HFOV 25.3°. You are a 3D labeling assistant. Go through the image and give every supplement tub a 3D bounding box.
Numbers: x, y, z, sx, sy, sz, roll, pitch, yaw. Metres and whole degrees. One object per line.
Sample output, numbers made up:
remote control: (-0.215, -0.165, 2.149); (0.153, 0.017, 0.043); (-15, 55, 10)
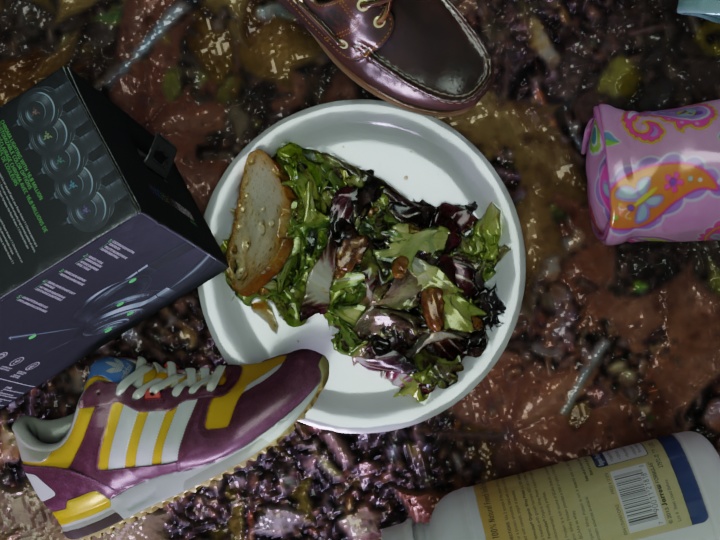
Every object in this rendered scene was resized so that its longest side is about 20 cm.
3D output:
supplement tub: (0.121, 0.184, 0.923); (0.198, 0.144, 0.146); (-14, 97, 3)

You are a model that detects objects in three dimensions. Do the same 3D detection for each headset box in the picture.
headset box: (-0.184, -0.009, 0.882); (0.199, 0.174, 0.093); (-31, 77, 5)

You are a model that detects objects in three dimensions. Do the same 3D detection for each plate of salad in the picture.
plate of salad: (0.000, 0.000, 0.951); (0.198, 0.048, 0.202); (0, 97, 1)

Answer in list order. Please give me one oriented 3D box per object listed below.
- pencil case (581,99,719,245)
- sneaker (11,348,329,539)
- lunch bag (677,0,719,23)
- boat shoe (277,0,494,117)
pencil case: (0.229, -0.061, 0.924); (0.198, 0.087, 0.088); (-5, 97, 1)
sneaker: (-0.115, 0.082, 0.941); (0.199, 0.075, 0.091); (-30, 98, 13)
lunch bag: (0.266, -0.207, 0.870); (0.198, 0.122, 0.172); (5, 98, -17)
boat shoe: (-0.006, -0.161, 0.916); (0.199, 0.070, 0.071); (35, 78, -5)
